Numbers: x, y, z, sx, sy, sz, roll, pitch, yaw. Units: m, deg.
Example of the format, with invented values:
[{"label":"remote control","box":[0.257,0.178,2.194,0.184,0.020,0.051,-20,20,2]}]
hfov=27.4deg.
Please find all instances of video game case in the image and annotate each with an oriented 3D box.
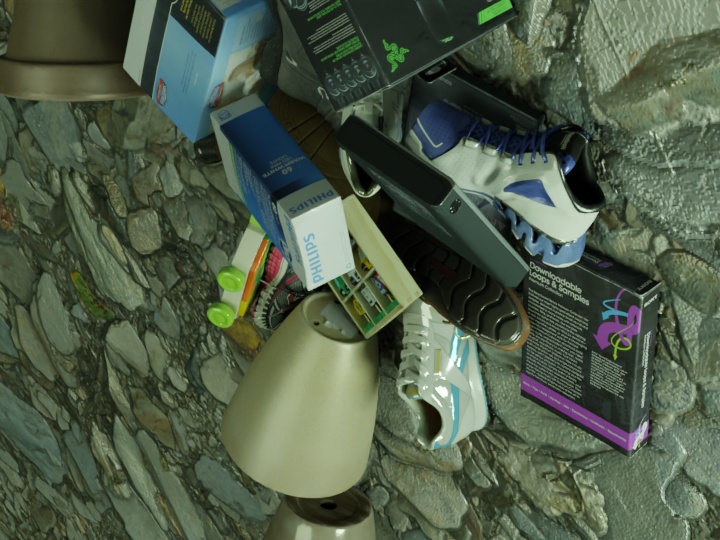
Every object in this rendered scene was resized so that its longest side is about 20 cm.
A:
[{"label":"video game case","box":[0.103,-0.104,1.467,0.142,0.019,0.201,32,138,23]}]

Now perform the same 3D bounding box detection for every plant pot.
[{"label":"plant pot","box":[-0.339,-0.302,1.776,0.199,0.199,0.177,15,109,46]},{"label":"plant pot","box":[-0.052,0.130,1.747,0.187,0.187,0.201,40,129,25]},{"label":"plant pot","box":[-0.054,0.375,1.935,0.199,0.199,0.175,28,119,37]}]

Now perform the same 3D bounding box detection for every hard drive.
[{"label":"hard drive","box":[0.070,-0.061,1.390,0.139,0.033,0.200,36,177,34]}]

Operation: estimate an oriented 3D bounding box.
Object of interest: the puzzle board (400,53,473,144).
[{"label":"puzzle board","box":[0.026,-0.192,1.514,0.151,0.017,0.200,50,146,13]}]

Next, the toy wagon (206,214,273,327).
[{"label":"toy wagon","box":[-0.121,-0.031,1.712,0.039,0.156,0.201,24,140,2]}]

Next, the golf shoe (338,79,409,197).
[{"label":"golf shoe","box":[0.014,-0.166,1.426,0.077,0.098,0.202,0,119,2]}]

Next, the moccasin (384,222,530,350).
[{"label":"moccasin","box":[0.100,0.024,1.520,0.201,0.074,0.078,29,173,40]}]

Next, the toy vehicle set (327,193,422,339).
[{"label":"toy vehicle set","box":[0.000,0.000,1.583,0.125,0.026,0.200,55,164,4]}]

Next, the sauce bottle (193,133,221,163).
[{"label":"sauce bottle","box":[-0.126,-0.150,1.698,0.199,0.066,0.067,-1,115,50]}]

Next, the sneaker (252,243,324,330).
[{"label":"sneaker","box":[-0.079,0.017,1.763,0.074,0.081,0.201,24,148,2]}]

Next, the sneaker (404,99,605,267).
[{"label":"sneaker","box":[0.149,-0.104,1.354,0.199,0.081,0.115,38,137,2]}]

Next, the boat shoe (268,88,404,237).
[{"label":"boat shoe","box":[-0.031,-0.110,1.601,0.200,0.072,0.065,49,166,-1]}]

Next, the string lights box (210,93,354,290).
[{"label":"string lights box","box":[-0.082,-0.083,1.528,0.200,0.059,0.103,51,161,41]}]

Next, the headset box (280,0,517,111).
[{"label":"headset box","box":[0.022,-0.260,1.323,0.092,0.173,0.201,-16,102,56]}]

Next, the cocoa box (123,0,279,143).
[{"label":"cocoa box","box":[-0.154,-0.264,1.584,0.131,0.133,0.201,46,144,16]}]

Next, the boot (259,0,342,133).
[{"label":"boot","box":[-0.027,-0.232,1.493,0.131,0.070,0.201,38,148,17]}]

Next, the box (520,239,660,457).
[{"label":"box","box":[0.222,0.070,1.451,0.142,0.036,0.202,29,138,36]}]

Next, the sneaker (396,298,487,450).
[{"label":"sneaker","box":[0.078,0.098,1.616,0.076,0.080,0.202,1,112,53]}]
